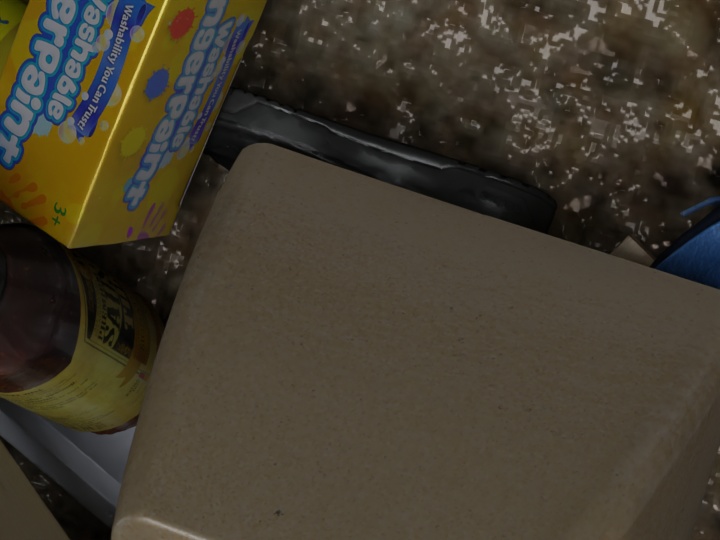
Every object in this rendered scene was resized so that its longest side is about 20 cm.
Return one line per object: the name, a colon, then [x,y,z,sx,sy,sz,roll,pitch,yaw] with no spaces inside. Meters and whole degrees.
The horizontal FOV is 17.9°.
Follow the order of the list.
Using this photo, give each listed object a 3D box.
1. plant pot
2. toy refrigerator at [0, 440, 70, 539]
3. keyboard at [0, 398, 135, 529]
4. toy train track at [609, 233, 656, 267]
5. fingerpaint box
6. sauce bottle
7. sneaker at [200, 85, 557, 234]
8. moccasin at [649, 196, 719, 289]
plant pot: [0.004,0.106,0.801,0.199,0.177,0.201,18,126,12]
toy refrigerator: [-0.164,0.104,0.845,0.076,0.070,0.200,-30,101,16]
keyboard: [-0.141,0.047,0.974,0.200,0.011,0.056,40,103,-2]
toy train track: [0.050,0.064,0.931,0.115,0.033,0.200,44,102,7]
fingerpaint box: [-0.115,-0.136,0.858,0.167,0.073,0.201,33,110,23]
sauce bottle: [-0.128,0.017,0.862,0.066,0.200,0.066,-3,77,12]
sneaker: [0.000,0.000,0.893,0.199,0.060,0.105,18,90,6]
moccasin: [0.199,-0.021,0.861,0.199,0.068,0.081,-24,107,17]
